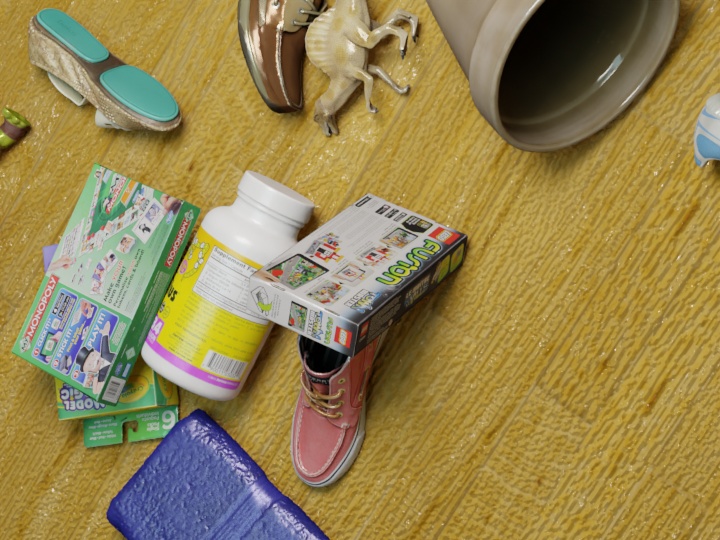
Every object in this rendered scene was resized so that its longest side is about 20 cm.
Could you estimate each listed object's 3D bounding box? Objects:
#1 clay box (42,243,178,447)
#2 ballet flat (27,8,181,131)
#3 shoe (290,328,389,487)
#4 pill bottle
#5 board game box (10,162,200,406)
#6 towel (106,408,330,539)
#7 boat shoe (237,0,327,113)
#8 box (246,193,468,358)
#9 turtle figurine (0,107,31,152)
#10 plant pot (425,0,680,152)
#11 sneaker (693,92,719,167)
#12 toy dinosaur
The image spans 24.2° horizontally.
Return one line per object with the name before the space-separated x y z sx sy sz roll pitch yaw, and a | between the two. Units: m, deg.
clay box | -0.243 0.067 1.637 0.114 0.048 0.202 -10 81 23
ballet flat | -0.255 -0.182 1.660 0.200 0.070 0.066 41 129 22
shoe | -0.031 0.103 1.521 0.071 0.091 0.201 20 98 22
pill bottle | -0.118 0.012 1.559 0.104 0.104 0.201 30 98 21
board game box | -0.241 0.011 1.581 0.134 0.029 0.201 23 89 39
towel | -0.132 0.247 1.584 0.200 0.050 0.148 43 95 20
boat shoe | -0.072 -0.251 1.575 0.073 0.076 0.202 -10 84 18
box | 0.000 0.000 1.463 0.110 0.200 0.035 24 124 22
turtle figurine | -0.404 -0.101 1.707 0.200 0.064 0.162 40 94 29
plant pot | 0.145 -0.231 1.437 0.200 0.200 0.174 -49 53 12
sneaker | 0.373 -0.088 1.390 0.199 0.072 0.073 22 129 16
toy dinosaur | -0.001 -0.219 1.542 0.100 0.058 0.202 9 99 12
